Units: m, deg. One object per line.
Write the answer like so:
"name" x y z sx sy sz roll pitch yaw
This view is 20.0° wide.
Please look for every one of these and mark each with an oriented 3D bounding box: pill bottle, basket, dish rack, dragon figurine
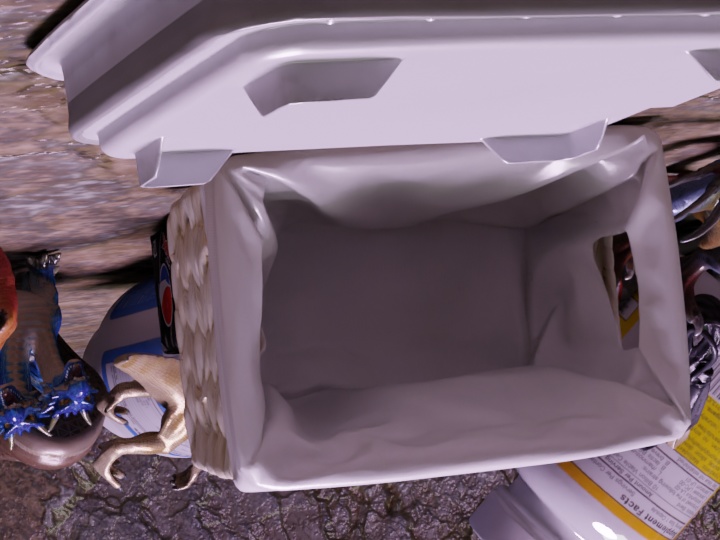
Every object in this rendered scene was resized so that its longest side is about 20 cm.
"pill bottle" -0.088 0.051 1.183 0.112 0.113 0.200 -4 175 -29
"pill bottle" 0.158 0.098 1.183 0.200 0.113 0.113 -50 168 4
"basket" 0.022 0.016 0.866 0.200 0.136 0.123 -5 178 -21
"dish rack" 0.022 -0.058 0.564 0.200 0.044 0.172 -5 173 -25
"dragon figurine" -0.183 0.047 1.089 0.059 0.100 0.200 -4 174 -17

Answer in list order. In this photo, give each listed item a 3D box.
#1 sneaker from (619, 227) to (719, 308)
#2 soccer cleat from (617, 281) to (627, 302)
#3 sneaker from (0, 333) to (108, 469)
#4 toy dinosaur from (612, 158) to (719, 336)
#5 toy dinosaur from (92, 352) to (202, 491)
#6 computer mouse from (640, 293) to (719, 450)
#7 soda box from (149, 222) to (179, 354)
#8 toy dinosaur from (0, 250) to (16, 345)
"sneaker" 0.165 0.030 1.273 0.200 0.070 0.080 -42 178 -28
"soccer cleat" 0.084 0.016 1.239 0.085 0.069 0.200 -21 -173 -28
"sneaker" -0.194 0.085 1.194 0.070 0.076 0.200 6 -163 -19
"toy dinosaur" 0.180 -0.043 0.911 0.105 0.200 0.181 35 130 -21
"toy dinosaur" -0.088 0.063 1.017 0.101 0.058 0.200 -32 149 23
"computer mouse" 0.087 0.056 1.070 0.200 0.044 0.110 -1 141 -9
"soda box" 0.000 0.000 1.019 0.200 0.063 0.071 -6 174 -15
"toy dinosaur" -0.233 0.022 0.816 0.181 0.105 0.200 -26 164 -4
